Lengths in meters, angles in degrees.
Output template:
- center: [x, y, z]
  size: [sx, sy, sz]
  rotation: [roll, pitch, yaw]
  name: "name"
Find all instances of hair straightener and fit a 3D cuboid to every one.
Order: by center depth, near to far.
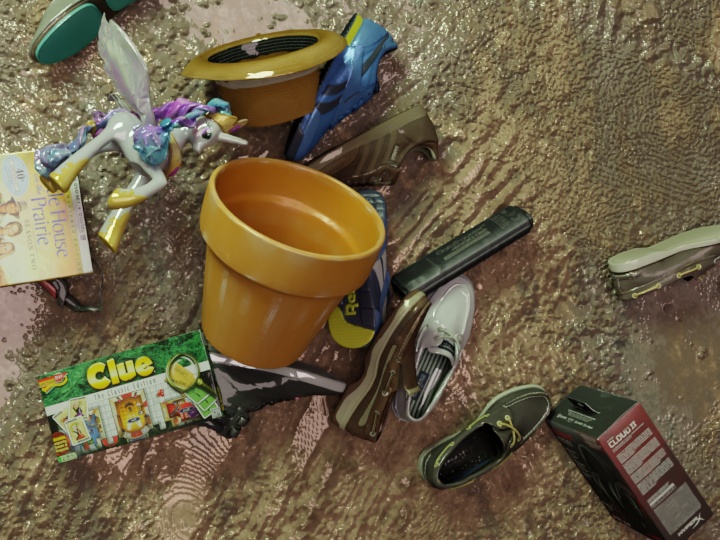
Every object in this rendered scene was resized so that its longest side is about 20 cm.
- center: [-0.363, -0.030, 1.037]
  size: [0.200, 0.041, 0.077]
  rotation: [44, 81, -5]
  name: "hair straightener"

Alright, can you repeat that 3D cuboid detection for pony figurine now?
- center: [-0.244, -0.145, 0.970]
  size: [0.193, 0.167, 0.200]
  rotation: [41, 70, 15]
  name: "pony figurine"

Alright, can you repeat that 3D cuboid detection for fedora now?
- center: [-0.104, -0.216, 1.034]
  size: [0.200, 0.201, 0.082]
  rotation: [-18, 116, -13]
  name: "fedora"

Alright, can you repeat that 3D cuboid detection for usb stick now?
- center: [0.129, -0.021, 1.158]
  size: [0.199, 0.055, 0.033]
  rotation: [-31, 126, -12]
  name: "usb stick"

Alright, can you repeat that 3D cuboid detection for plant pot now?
- center: [-0.095, 0.002, 1.024]
  size: [0.199, 0.201, 0.184]
  rotation: [15, 120, -14]
  name: "plant pot"

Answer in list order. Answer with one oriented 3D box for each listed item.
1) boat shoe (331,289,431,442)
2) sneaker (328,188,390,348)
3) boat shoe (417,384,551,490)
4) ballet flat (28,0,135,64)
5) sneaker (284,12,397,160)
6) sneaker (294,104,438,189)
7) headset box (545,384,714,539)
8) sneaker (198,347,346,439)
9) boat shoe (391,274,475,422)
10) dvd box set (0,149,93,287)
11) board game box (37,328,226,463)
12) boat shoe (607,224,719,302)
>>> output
- center: [0.043, 0.120, 1.099]
  size: [0.075, 0.075, 0.203]
  rotation: [33, 113, 12]
  name: "boat shoe"
- center: [0.000, 0.000, 1.120]
  size: [0.073, 0.082, 0.201]
  rotation: [1, 77, 18]
  name: "sneaker"
- center: [0.169, 0.217, 1.167]
  size: [0.201, 0.061, 0.072]
  rotation: [-32, 99, -11]
  name: "boat shoe"
- center: [-0.307, -0.314, 1.045]
  size: [0.200, 0.067, 0.064]
  rotation: [-41, 73, -11]
  name: "ballet flat"
- center: [-0.021, -0.212, 1.109]
  size: [0.078, 0.066, 0.201]
  rotation: [31, 84, -16]
  name: "sneaker"
- center: [0.010, -0.130, 1.116]
  size: [0.199, 0.070, 0.076]
  rotation: [-29, 99, -11]
  name: "sneaker"
- center: [0.334, 0.239, 1.164]
  size: [0.077, 0.149, 0.200]
  rotation: [-38, 100, -11]
  name: "headset box"
- center: [-0.121, 0.154, 1.093]
  size: [0.199, 0.071, 0.100]
  rotation: [10, 91, -8]
  name: "sneaker"
- center: [0.102, 0.100, 1.145]
  size: [0.073, 0.067, 0.201]
  rotation: [20, 86, -14]
  name: "boat shoe"
- center: [-0.404, -0.052, 0.996]
  size: [0.199, 0.029, 0.147]
  rotation: [-8, 90, -16]
  name: "dvd box set"
- center: [-0.263, 0.144, 1.046]
  size: [0.199, 0.023, 0.105]
  rotation: [-17, 84, 2]
  name: "board game box"
- center: [0.432, -0.012, 1.225]
  size: [0.199, 0.072, 0.060]
  rotation: [-17, 101, -9]
  name: "boat shoe"
